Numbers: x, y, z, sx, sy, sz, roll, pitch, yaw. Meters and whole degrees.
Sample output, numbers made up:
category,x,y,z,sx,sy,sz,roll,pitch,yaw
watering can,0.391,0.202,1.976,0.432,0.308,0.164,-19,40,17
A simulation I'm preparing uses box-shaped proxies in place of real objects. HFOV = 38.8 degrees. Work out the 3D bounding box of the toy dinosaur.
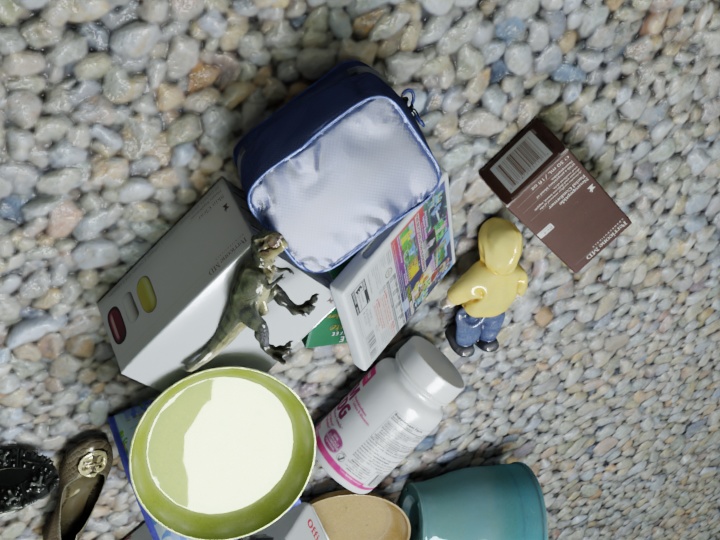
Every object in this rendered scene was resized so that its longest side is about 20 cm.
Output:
category,x,y,z,sx,sy,sz,roll,pitch,yaw
toy dinosaur,-0.097,0.041,1.008,0.088,0.048,0.201,26,120,-9

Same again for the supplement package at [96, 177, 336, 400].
category,x,y,z,sx,sy,sz,roll,pitch,yaw
supplement package,-0.150,0.034,1.094,0.200,0.111,0.156,-44,137,11

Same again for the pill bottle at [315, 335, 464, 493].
category,x,y,z,sx,sy,sz,roll,pitch,yaw
pill bottle,0.036,0.189,1.352,0.200,0.114,0.113,-47,136,14

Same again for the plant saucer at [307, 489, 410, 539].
category,x,y,z,sx,sy,sz,roll,pitch,yaw
plant saucer,-0.025,0.388,1.531,0.199,0.036,0.201,-5,129,-6

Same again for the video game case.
category,x,y,z,sx,sy,sz,roll,pitch,yaw
video game case,0.042,0.002,1.148,0.182,0.023,0.200,-49,156,-18

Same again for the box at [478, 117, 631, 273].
category,x,y,z,sx,sy,sz,roll,pitch,yaw
box,0.241,-0.087,1.252,0.100,0.075,0.200,-44,139,12

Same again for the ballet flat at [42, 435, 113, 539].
category,x,y,z,sx,sy,sz,roll,pitch,yaw
ballet flat,-0.346,0.282,1.253,0.067,0.046,0.201,5,126,-36

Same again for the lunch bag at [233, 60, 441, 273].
category,x,y,z,sx,sy,sz,roll,pitch,yaw
lunch bag,-0.023,-0.114,1.022,0.199,0.132,0.136,-34,122,3

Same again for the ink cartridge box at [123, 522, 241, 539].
category,x,y,z,sx,sy,sz,roll,pitch,yaw
ink cartridge box,-0.248,0.427,1.421,0.145,0.084,0.200,-40,138,8

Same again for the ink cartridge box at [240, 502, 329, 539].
category,x,y,z,sx,sy,sz,roll,pitch,yaw
ink cartridge box,-0.116,0.438,1.400,0.083,0.200,0.146,-9,115,30

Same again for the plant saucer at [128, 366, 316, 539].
category,x,y,z,sx,sy,sz,roll,pitch,yaw
plant saucer,-0.147,0.192,1.091,0.198,0.031,0.202,-4,107,-15

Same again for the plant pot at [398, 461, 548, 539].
category,x,y,z,sx,sy,sz,roll,pitch,yaw
plant pot,0.162,0.395,1.575,0.187,0.201,0.201,4,128,-16

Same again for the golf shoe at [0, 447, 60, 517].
category,x,y,z,sx,sy,sz,roll,pitch,yaw
golf shoe,-0.445,0.265,1.170,0.199,0.078,0.095,-14,152,-18

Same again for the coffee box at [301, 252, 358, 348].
category,x,y,z,sx,sy,sz,roll,pitch,yaw
coffee box,0.000,0.000,1.204,0.122,0.044,0.201,-7,132,-28

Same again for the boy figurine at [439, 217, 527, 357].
category,x,y,z,sx,sy,sz,roll,pitch,yaw
boy figurine,0.159,0.022,1.309,0.124,0.065,0.201,-11,133,-23

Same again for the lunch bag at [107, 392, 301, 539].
category,x,y,z,sx,sy,sz,roll,pitch,yaw
lunch bag,-0.178,0.234,1.197,0.169,0.200,0.128,-28,138,-7
